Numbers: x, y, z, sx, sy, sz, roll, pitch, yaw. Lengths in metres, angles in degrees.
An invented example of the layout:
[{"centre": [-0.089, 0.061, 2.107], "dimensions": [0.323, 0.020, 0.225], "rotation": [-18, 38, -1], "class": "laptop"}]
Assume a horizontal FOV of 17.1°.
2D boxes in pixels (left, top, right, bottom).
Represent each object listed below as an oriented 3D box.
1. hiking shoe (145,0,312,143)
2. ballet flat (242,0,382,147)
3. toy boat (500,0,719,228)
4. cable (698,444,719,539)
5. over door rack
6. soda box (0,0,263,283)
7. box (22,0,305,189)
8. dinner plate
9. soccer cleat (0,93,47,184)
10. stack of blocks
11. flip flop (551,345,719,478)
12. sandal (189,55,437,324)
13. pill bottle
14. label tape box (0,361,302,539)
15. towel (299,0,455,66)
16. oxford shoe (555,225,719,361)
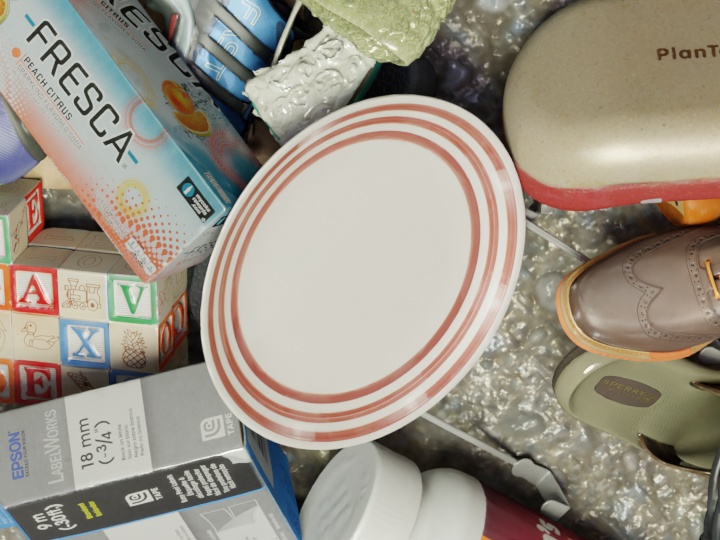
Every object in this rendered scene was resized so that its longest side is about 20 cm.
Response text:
[{"centre": [-0.069, -0.108, 1.284], "dimensions": [0.086, 0.074, 0.201], "rotation": [-1, 112, 4], "class": "hiking shoe"}, {"centre": [0.009, -0.149, 1.255], "dimensions": [0.072, 0.072, 0.200], "rotation": [41, 73, -13], "class": "ballet flat"}, {"centre": [0.176, -0.074, 1.301], "dimensions": [0.199, 0.131, 0.131], "rotation": [-3, 141, 4], "class": "toy boat"}, {"centre": [0.257, 0.118, 1.337], "dimensions": [0.163, 0.051, 0.200], "rotation": [-36, 143, -9], "class": "cable"}, {"centre": [0.085, 0.035, 1.369], "dimensions": [0.200, 0.067, 0.148], "rotation": [34, 110, -25], "class": "over door rack"}, {"centre": [-0.134, -0.095, 1.233], "dimensions": [0.068, 0.064, 0.200], "rotation": [-40, 84, 27], "class": "soda box"}, {"centre": [-0.111, -0.139, 1.326], "dimensions": [0.163, 0.021, 0.201], "rotation": [2, 112, 2], "class": "box"}, {"centre": [0.000, 0.000, 1.253], "dimensions": [0.199, 0.024, 0.201], "rotation": [-15, 120, -28], "class": "dinner plate"}, {"centre": [-0.240, -0.135, 1.302], "dimensions": [0.083, 0.065, 0.201], "rotation": [-26, 100, 12], "class": "soccer cleat"}, {"centre": [-0.200, 0.011, 1.349], "dimensions": [0.199, 0.059, 0.116], "rotation": [6, 113, 12], "class": "stack of blocks"}, {"centre": [0.197, 0.086, 1.349], "dimensions": [0.199, 0.058, 0.081], "rotation": [19, 118, -32], "class": "flip flop"}, {"centre": [-0.021, -0.035, 1.318], "dimensions": [0.043, 0.076, 0.200], "rotation": [26, 115, -39], "class": "sandal"}, {"centre": [0.065, 0.181, 1.381], "dimensions": [0.200, 0.110, 0.110], "rotation": [30, 110, -20], "class": "pill bottle"}, {"centre": [-0.145, 0.125, 1.320], "dimensions": [0.199, 0.064, 0.144], "rotation": [-14, 150, 5], "class": "label tape box"}, {"centre": [-0.011, -0.207, 1.226], "dimensions": [0.200, 0.037, 0.149], "rotation": [38, 80, 15], "class": "towel"}, {"centre": [0.201, 0.000, 1.301], "dimensions": [0.199, 0.073, 0.072], "rotation": [-12, 76, -23], "class": "oxford shoe"}]
